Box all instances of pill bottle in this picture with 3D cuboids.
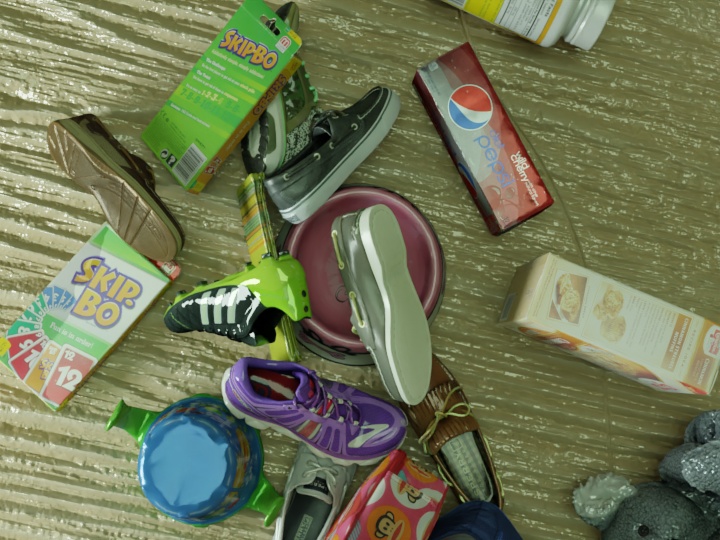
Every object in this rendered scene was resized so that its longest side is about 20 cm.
[{"bbox_3d":[0.178,-0.318,1.161,0.198,0.109,0.111,24,83,-1],"label":"pill bottle"}]

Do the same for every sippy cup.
[{"bbox_3d":[-0.168,0.195,1.072,0.175,0.130,0.142,-6,84,-2],"label":"sippy cup"}]

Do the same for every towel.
[{"bbox_3d":[-0.098,0.002,1.123,0.018,0.086,0.203,-11,86,-18],"label":"towel"}]

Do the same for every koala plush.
[{"bbox_3d":[0.338,0.257,1.107,0.199,0.184,0.178,-35,100,14],"label":"koala plush"}]

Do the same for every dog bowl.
[{"bbox_3d":[0.000,0.000,1.135,0.197,0.074,0.204,0,85,-4],"label":"dog bowl"}]

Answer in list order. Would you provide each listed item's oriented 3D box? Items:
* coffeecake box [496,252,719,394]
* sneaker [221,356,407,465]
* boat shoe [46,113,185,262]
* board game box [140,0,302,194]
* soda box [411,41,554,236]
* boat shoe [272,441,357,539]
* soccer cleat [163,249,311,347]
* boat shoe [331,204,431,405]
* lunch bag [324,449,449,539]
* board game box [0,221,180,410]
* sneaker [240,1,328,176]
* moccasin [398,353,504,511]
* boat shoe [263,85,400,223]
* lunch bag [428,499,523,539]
[{"bbox_3d":[0.258,0.058,1.106,0.198,0.154,0.074,22,84,-1],"label":"coffeecake box"},{"bbox_3d":[-0.044,0.140,1.069,0.197,0.084,0.082,16,64,-8],"label":"sneaker"},{"bbox_3d":[-0.247,-0.095,1.126,0.200,0.073,0.072,42,44,14],"label":"boat shoe"},{"bbox_3d":[-0.145,-0.188,1.122,0.096,0.030,0.201,46,105,26],"label":"board game box"},{"bbox_3d":[0.133,-0.142,1.163,0.069,0.063,0.202,-27,87,-5],"label":"soda box"},{"bbox_3d":[-0.043,0.228,1.113,0.072,0.065,0.203,14,84,-2],"label":"boat shoe"},{"bbox_3d":[-0.130,0.044,1.078,0.199,0.067,0.082,-22,82,39],"label":"soccer cleat"},{"bbox_3d":[0.021,0.037,1.066,0.060,0.072,0.205,-9,99,35],"label":"boat shoe"},{"bbox_3d":[-0.001,0.289,1.050,0.081,0.177,0.201,34,56,3],"label":"lunch bag"},{"bbox_3d":[-0.290,0.042,1.128,0.095,0.030,0.200,41,81,1],"label":"board game box"},{"bbox_3d":[-0.078,-0.193,1.165,0.088,0.076,0.203,11,81,-34],"label":"sneaker"},{"bbox_3d":[0.092,0.172,1.116,0.073,0.078,0.204,-22,89,-7],"label":"moccasin"},{"bbox_3d":[-0.027,-0.136,1.122,0.057,0.068,0.201,51,60,-24],"label":"boat shoe"},{"bbox_3d":[0.121,0.352,1.053,0.135,0.132,0.201,-38,93,22],"label":"lunch bag"}]
